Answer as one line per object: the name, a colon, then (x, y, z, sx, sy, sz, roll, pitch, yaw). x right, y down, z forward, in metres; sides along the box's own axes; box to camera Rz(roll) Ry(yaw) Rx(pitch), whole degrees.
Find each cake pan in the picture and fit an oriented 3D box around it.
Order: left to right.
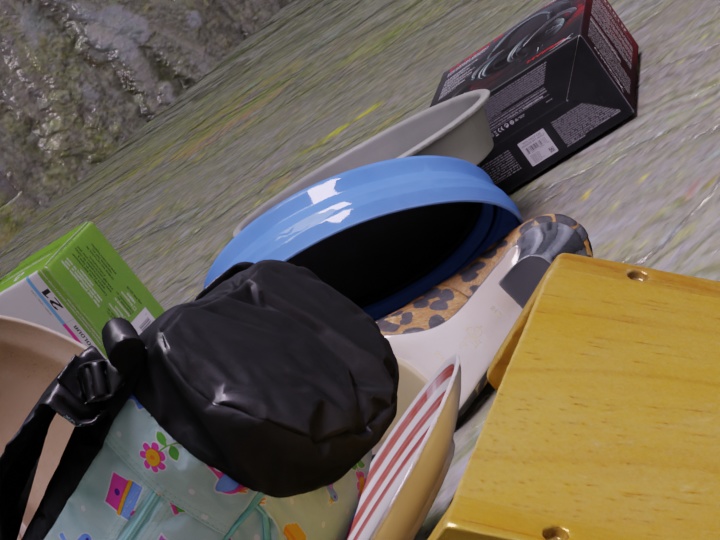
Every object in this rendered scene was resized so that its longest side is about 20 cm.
cake pan: (0.008, -0.060, 1.247, 0.200, 0.037, 0.200, -29, 9, 5)

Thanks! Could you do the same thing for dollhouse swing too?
dollhouse swing: (0.093, 0.120, 0.693, 0.181, 0.176, 0.200, 11, 28, 12)

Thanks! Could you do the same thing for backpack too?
backpack: (-0.075, 0.106, 0.766, 0.200, 0.127, 0.167, -56, -17, 22)

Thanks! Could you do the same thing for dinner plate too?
dinner plate: (-0.001, 0.127, 0.817, 0.200, 0.024, 0.200, -59, -1, -1)

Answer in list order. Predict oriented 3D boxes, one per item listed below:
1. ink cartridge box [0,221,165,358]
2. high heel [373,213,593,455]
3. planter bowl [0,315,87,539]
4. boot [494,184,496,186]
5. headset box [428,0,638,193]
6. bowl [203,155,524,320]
ink cartridge box: (-0.258, 0.067, 1.545, 0.200, 0.148, 0.076, -27, 17, 39)
high heel: (0.048, 0.042, 1.056, 0.200, 0.071, 0.143, -36, 0, 18)
planter bowl: (-0.243, 0.145, 1.198, 0.135, 0.200, 0.200, -61, -3, 35)
boot: (-0.002, 0.011, 1.251, 0.200, 0.073, 0.155, -38, 12, -32)
headset box: (0.134, -0.141, 1.417, 0.149, 0.077, 0.200, -32, 15, 21)
bowl: (0.000, 0.000, 1.087, 0.200, 0.039, 0.201, -19, -25, -9)
